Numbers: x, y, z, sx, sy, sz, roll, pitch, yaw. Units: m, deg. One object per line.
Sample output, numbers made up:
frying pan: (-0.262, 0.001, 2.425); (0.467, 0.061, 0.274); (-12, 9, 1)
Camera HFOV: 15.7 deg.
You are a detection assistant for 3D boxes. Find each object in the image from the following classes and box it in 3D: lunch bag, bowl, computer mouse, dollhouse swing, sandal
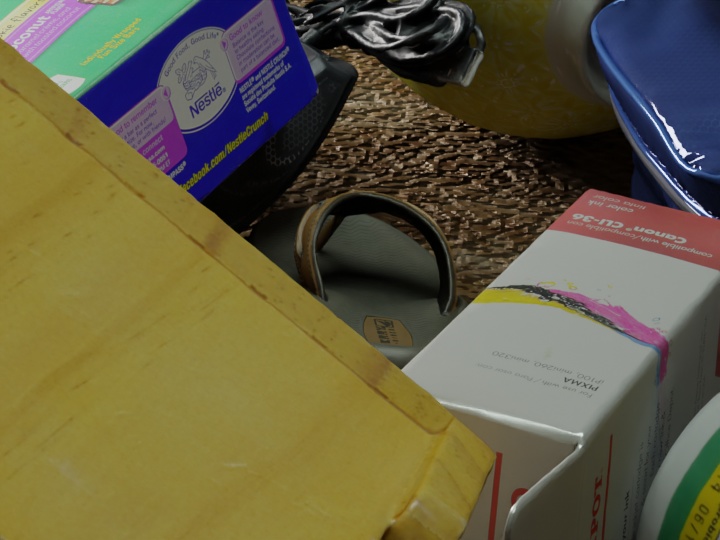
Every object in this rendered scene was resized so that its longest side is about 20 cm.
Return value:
lunch bag: (0.174, -0.054, 1.016); (0.135, 0.133, 0.200); (-20, 30, -4)
bowl: (0.105, -0.130, 1.130); (0.199, 0.201, 0.108); (-9, 37, -23)
computer mouse: (-0.051, -0.051, 1.071); (0.200, 0.053, 0.138); (-37, 35, -25)
dollhouse swing: (-0.096, 0.058, 0.671); (0.200, 0.182, 0.176); (39, 41, -2)
sandal: (0.000, 0.000, 0.993); (0.081, 0.055, 0.200); (2, 15, -6)

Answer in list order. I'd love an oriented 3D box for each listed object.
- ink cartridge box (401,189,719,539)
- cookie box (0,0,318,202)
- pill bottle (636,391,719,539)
ink cartridge box: (0.058, 0.068, 0.820); (0.067, 0.117, 0.200); (15, 29, 22)
cookie box: (-0.148, -0.061, 1.014); (0.199, 0.075, 0.171); (6, 37, 37)
pill bottle: (0.178, 0.113, 0.752); (0.112, 0.113, 0.200); (-13, 32, -29)
